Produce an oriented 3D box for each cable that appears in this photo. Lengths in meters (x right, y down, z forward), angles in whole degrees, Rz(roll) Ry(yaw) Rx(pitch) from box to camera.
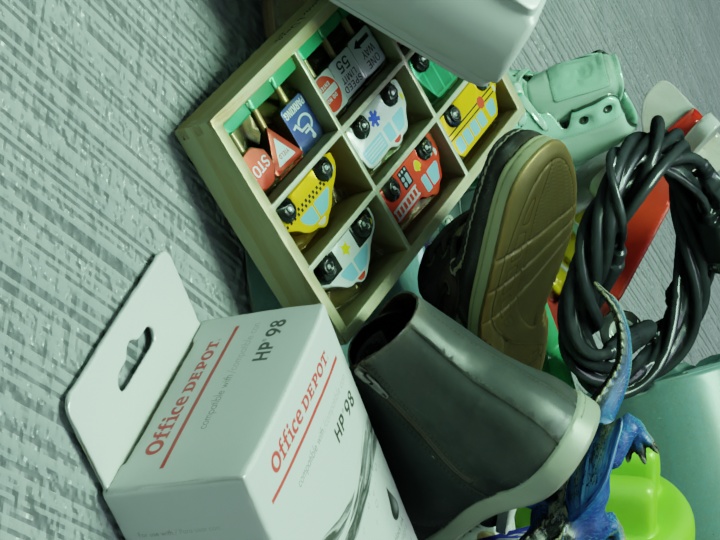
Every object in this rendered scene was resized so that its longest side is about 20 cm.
[{"bbox_3d":[0.177,-0.007,1.025,0.164,0.051,0.200,-52,144,-8],"label":"cable"}]

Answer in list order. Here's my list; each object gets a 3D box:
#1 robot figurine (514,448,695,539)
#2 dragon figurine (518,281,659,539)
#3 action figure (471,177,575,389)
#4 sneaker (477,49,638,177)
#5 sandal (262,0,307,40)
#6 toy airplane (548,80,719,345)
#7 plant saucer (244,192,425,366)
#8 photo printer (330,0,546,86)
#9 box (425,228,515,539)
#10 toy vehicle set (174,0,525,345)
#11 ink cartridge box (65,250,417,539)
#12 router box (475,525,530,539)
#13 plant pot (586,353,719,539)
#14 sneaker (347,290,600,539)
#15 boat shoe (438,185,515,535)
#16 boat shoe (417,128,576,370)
[{"bbox_3d":[0.158,0.207,1.033,0.176,0.114,0.202,-69,158,-63],"label":"robot figurine"},{"bbox_3d":[0.111,0.101,0.835,0.099,0.058,0.202,27,79,-61],"label":"dragon figurine"},{"bbox_3d":[0.094,0.013,1.046,0.118,0.054,0.202,5,71,-66],"label":"action figure"},{"bbox_3d":[0.090,-0.116,0.960,0.200,0.118,0.074,25,43,-49],"label":"sneaker"},{"bbox_3d":[0.007,-0.178,0.874,0.213,0.069,0.078,-69,143,-51],"label":"sandal"},{"bbox_3d":[0.175,-0.050,1.151,0.199,0.140,0.201,-52,164,-44],"label":"toy airplane"},{"bbox_3d":[0.000,0.000,0.842,0.201,0.038,0.204,-8,90,-68],"label":"plant saucer"},{"bbox_3d":[0.011,-0.198,0.769,0.070,0.199,0.167,-56,-174,49],"label":"photo printer"},{"bbox_3d":[0.060,0.075,0.962,0.041,0.038,0.203,-6,88,-68],"label":"box"},{"bbox_3d":[0.003,-0.074,0.785,0.125,0.026,0.200,58,48,-22],"label":"toy vehicle set"},{"bbox_3d":[-0.040,0.098,0.676,0.116,0.066,0.202,-65,141,-52],"label":"ink cartridge box"},{"bbox_3d":[0.080,0.241,0.877,0.199,0.048,0.182,0,83,-52],"label":"router box"},{"bbox_3d":[0.275,0.175,1.274,0.200,0.198,0.198,-7,81,-67],"label":"plant pot"},{"bbox_3d":[0.026,0.072,0.775,0.106,0.200,0.075,38,58,-7],"label":"sneaker"},{"bbox_3d":[0.069,0.049,0.917,0.073,0.061,0.203,-1,93,-79],"label":"boat shoe"},{"bbox_3d":[0.060,0.004,0.799,0.073,0.065,0.201,-36,149,-33],"label":"boat shoe"}]
